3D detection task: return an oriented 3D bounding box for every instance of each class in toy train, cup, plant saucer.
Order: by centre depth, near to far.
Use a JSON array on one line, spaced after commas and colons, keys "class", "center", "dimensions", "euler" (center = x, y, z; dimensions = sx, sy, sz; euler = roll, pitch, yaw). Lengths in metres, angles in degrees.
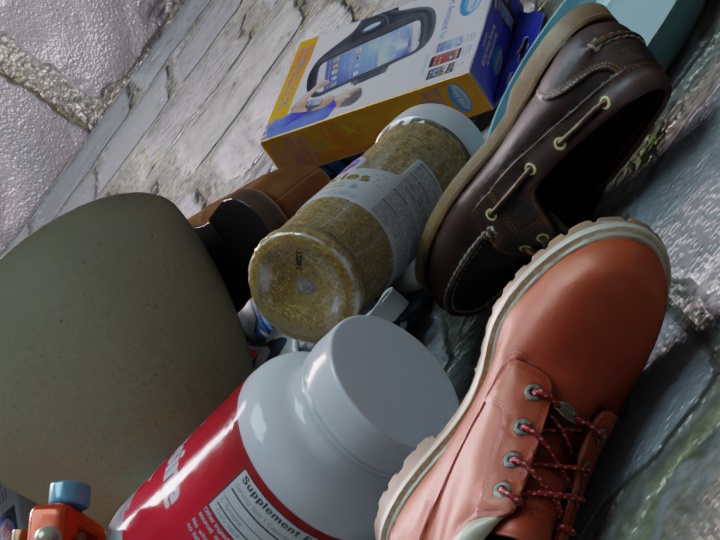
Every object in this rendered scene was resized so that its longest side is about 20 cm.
[{"class": "toy train", "center": [-0.163, 0.222, 1.121], "dimensions": [0.150, 0.055, 0.201], "euler": [42, -134, -67]}, {"class": "plant saucer", "center": [0.147, -0.133, 1.214], "dimensions": [0.200, 0.027, 0.200], "euler": [-49, 16, 20]}, {"class": "cup", "center": [-0.141, 0.076, 1.220], "dimensions": [0.200, 0.143, 0.200], "euler": [-35, -24, -19]}]

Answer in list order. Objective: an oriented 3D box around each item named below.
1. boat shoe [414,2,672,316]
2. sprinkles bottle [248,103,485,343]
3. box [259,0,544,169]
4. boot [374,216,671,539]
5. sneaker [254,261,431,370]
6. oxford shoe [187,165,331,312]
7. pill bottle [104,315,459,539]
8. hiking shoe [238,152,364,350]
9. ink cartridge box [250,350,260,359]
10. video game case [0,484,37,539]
[{"class": "boat shoe", "center": [0.095, -0.044, 1.092], "dimensions": [0.070, 0.070, 0.200], "euler": [-10, -40, -42]}, {"class": "sprinkles bottle", "center": [0.009, -0.030, 1.154], "dimensions": [0.068, 0.068, 0.200], "euler": [-44, 1, 35]}, {"class": "box", "center": [0.031, -0.141, 1.438], "dimensions": [0.200, 0.042, 0.119], "euler": [-18, 35, 31]}, {"class": "boot", "center": [0.082, 0.075, 0.893], "dimensions": [0.200, 0.075, 0.107], "euler": [-60, 16, 13]}, {"class": "sneaker", "center": [0.000, 0.000, 1.289], "dimensions": [0.130, 0.079, 0.199], "euler": [-43, 13, 22]}, {"class": "oxford shoe", "center": [-0.072, -0.020, 1.306], "dimensions": [0.071, 0.071, 0.200], "euler": [-38, 8, -28]}, {"class": "pill bottle", "center": [-0.040, 0.116, 1.086], "dimensions": [0.200, 0.112, 0.112], "euler": [-45, 18, 32]}, {"class": "hiking shoe", "center": [-0.026, -0.030, 1.471], "dimensions": [0.087, 0.074, 0.200], "euler": [-2, 60, 55]}, {"class": "ink cartridge box", "center": [-0.170, 0.098, 1.582], "dimensions": [0.200, 0.084, 0.144], "euler": [-55, 16, 0]}, {"class": "video game case", "center": [-0.244, 0.249, 1.391], "dimensions": [0.143, 0.018, 0.201], "euler": [-38, 58, 48]}]
